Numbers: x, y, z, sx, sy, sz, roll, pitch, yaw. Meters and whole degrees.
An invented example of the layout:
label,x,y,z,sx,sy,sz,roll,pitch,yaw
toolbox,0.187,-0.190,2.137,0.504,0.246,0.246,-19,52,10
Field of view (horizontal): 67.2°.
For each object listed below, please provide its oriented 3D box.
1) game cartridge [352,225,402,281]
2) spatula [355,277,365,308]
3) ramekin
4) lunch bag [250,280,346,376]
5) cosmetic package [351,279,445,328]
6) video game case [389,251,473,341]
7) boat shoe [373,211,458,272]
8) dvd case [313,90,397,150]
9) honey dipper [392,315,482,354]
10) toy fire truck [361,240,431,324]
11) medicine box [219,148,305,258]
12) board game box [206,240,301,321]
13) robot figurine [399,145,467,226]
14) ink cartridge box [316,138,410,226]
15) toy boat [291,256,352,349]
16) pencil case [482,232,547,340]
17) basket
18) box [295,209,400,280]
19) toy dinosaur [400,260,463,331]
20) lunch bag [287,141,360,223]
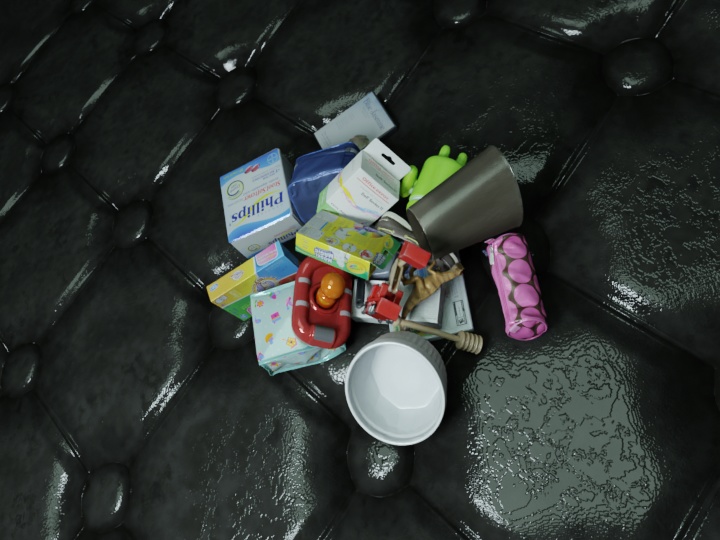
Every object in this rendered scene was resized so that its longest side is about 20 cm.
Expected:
label,x,y,z,sx,sy,sz,roll,pitch,yaw
game cartridge,0.000,-0.042,1.234,0.194,0.041,0.136,10,59,29
spatula,0.000,0.000,1.156,0.055,0.021,0.205,-15,48,16
ramekin,0.076,0.215,1.039,0.192,0.105,0.209,5,105,18
lunch bag,-0.132,0.117,1.193,0.193,0.123,0.176,-16,63,6
cosmetic package,0.077,0.070,1.143,0.193,0.051,0.086,3,70,22
video game case,0.140,0.051,1.169,0.176,0.022,0.207,-14,65,15
boat shoe,0.114,-0.048,1.146,0.197,0.073,0.060,34,62,13
dvd case,-0.015,-0.358,1.397,0.197,0.018,0.145,-33,61,5
honey dipper,0.148,0.122,1.067,0.193,0.038,0.039,17,70,-12
toy fire truck,0.062,0.026,1.033,0.047,0.200,0.145,24,82,-8
medicine box,-0.243,-0.166,1.359,0.177,0.103,0.206,-22,62,11
board game box,-0.231,0.028,1.247,0.196,0.153,0.041,-32,62,6
robot figurine,0.172,-0.166,1.190,0.171,0.116,0.205,24,77,4
ink cartridge box,0.007,-0.171,1.165,0.199,0.115,0.069,-39,29,36
toy boat,-0.068,0.048,1.104,0.126,0.131,0.206,13,57,-18
pencil case,0.304,0.031,1.073,0.090,0.091,0.207,-35,53,41
basket,0.200,-0.116,1.065,0.195,0.183,0.137,-28,39,-3
box,-0.023,-0.052,1.112,0.194,0.050,0.118,20,38,17
toy dinosaur,0.118,0.039,1.077,0.199,0.060,0.107,-43,64,2
lunch bag,-0.065,-0.212,1.277,0.193,0.138,0.135,-11,42,15
